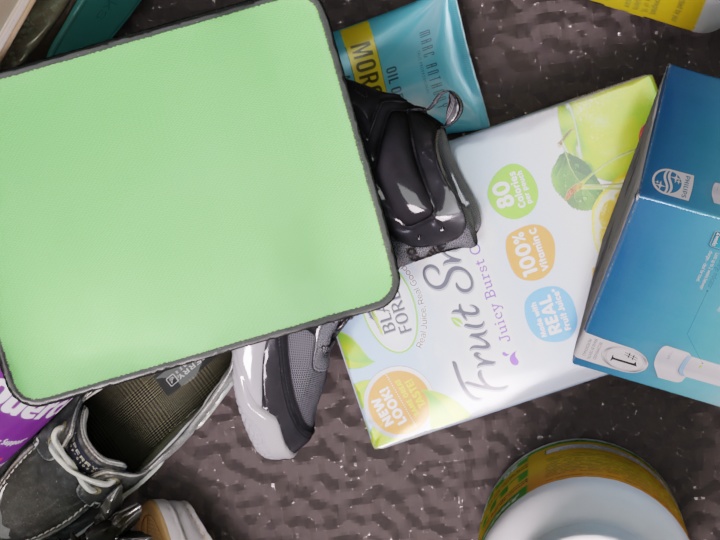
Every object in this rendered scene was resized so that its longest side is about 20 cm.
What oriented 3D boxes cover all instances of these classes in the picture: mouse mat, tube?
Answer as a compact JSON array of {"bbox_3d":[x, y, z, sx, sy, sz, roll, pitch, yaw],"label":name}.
[{"bbox_3d":[-0.093,-0.035,1.041,0.199,0.008,0.162,-16,95,-2],"label":"mouse mat"},{"bbox_3d":[-0.037,-0.088,1.151,0.199,0.050,0.078,-15,113,2],"label":"tube"}]

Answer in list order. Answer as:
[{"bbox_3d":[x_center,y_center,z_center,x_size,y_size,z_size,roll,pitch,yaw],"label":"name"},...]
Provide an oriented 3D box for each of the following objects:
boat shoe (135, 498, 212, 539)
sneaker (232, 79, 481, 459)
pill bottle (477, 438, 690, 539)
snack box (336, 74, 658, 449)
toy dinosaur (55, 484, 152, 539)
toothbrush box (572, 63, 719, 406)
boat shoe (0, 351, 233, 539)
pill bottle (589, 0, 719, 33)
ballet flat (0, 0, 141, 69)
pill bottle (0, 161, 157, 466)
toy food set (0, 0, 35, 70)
[{"bbox_3d":[-0.058,0.209,1.167,0.069,0.071,0.201,-22,82,-25],"label":"boat shoe"},{"bbox_3d":[0.000,0.000,1.084,0.113,0.075,0.201,6,93,10],"label":"sneaker"},{"bbox_3d":[0.112,0.152,1.075,0.111,0.200,0.112,0,94,5],"label":"pill bottle"},{"bbox_3d":[0.081,-0.005,1.140,0.199,0.053,0.143,-18,91,7],"label":"snack box"},{"bbox_3d":[-0.165,0.184,1.111,0.135,0.200,0.103,-27,112,-28],"label":"toy dinosaur"},{"bbox_3d":[0.216,0.003,1.022,0.199,0.147,0.086,17,55,4],"label":"toothbrush box"},{"bbox_3d":[-0.139,0.087,1.156,0.200,0.071,0.072,-44,90,8],"label":"boat shoe"},{"bbox_3d":[0.145,-0.186,1.091,0.199,0.114,0.115,18,96,4],"label":"pill bottle"},{"bbox_3d":[-0.181,-0.111,1.160,0.062,0.067,0.200,40,94,31],"label":"ballet flat"},{"bbox_3d":[-0.179,0.018,1.115,0.200,0.112,0.113,-42,90,21],"label":"pill bottle"},{"bbox_3d":[-0.185,-0.148,1.111,0.143,0.060,0.201,25,84,46],"label":"toy food set"}]
